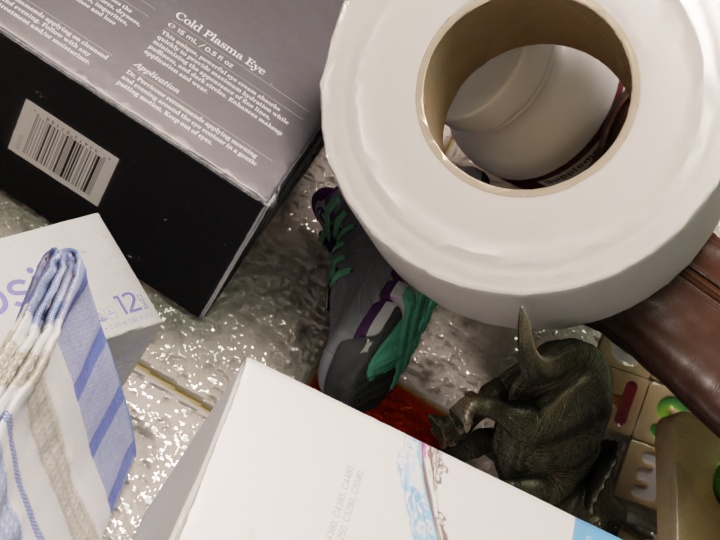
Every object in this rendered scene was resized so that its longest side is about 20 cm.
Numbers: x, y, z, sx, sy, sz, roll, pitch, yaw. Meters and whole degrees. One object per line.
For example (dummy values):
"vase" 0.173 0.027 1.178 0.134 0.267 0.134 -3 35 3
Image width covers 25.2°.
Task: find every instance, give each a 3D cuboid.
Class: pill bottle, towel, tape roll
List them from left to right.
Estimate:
"towel" -0.133 0.106 0.649 0.024 0.147 0.200 3 44 12
"tape roll" 0.083 -0.076 0.778 0.202 0.071 0.203 -3 75 11
"pill bottle" 0.122 -0.095 0.926 0.200 0.113 0.113 21 43 -44

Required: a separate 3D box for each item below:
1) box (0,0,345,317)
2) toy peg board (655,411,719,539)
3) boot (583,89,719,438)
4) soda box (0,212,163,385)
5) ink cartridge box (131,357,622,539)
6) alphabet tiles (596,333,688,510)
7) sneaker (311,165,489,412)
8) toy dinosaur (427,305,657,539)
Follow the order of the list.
"box" -0.110 -0.110 0.856 0.200 0.104 0.182 34 47 -1
"toy peg board" 0.257 0.172 0.794 0.199 0.098 0.200 10 71 -22
"boot" 0.190 -0.014 0.805 0.186 0.064 0.200 -48 45 -8
"soda box" -0.193 0.038 0.718 0.200 0.063 0.068 -19 67 -38
"ink cartridge box" -0.004 0.166 0.662 0.200 0.147 0.146 27 47 -8
"alphabet tiles" 0.225 0.064 0.885 0.199 0.008 0.168 19 91 -9
"sneaker" 0.000 0.000 0.867 0.087 0.075 0.200 21 37 10
"toy dinosaur" 0.090 0.074 0.802 0.102 0.200 0.077 -24 39 -16
